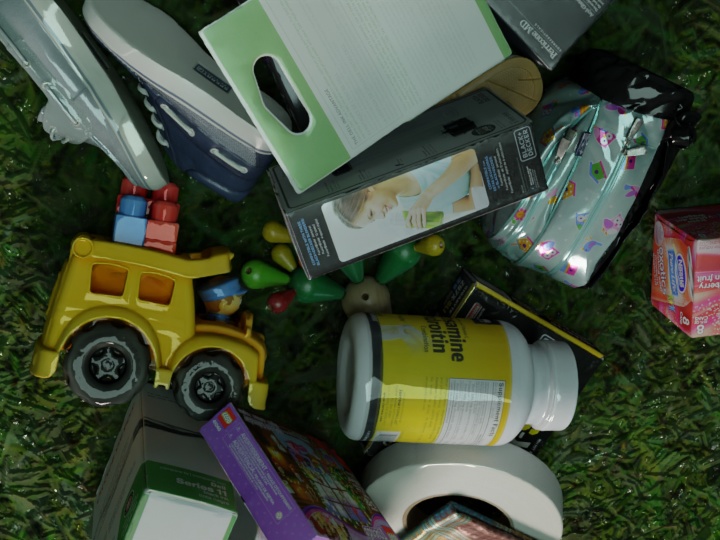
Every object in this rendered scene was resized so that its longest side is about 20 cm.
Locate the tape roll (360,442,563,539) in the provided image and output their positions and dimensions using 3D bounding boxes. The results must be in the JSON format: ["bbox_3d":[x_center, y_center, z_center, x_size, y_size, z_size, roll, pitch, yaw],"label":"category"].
[{"bbox_3d":[0.095,0.232,1.029,0.202,0.037,0.203,5,135,5],"label":"tape roll"}]

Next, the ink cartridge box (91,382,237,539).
[{"bbox_3d":[-0.178,0.209,0.938,0.083,0.200,0.147,18,106,-18],"label":"ink cartridge box"}]

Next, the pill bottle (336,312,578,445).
[{"bbox_3d":[0.083,0.097,0.940,0.199,0.112,0.112,4,108,-11],"label":"pill bottle"}]

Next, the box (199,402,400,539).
[{"bbox_3d":[-0.042,0.193,0.908,0.039,0.137,0.200,-42,150,6],"label":"box"}]

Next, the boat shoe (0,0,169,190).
[{"bbox_3d":[-0.235,-0.143,0.877,0.071,0.070,0.201,-32,104,4],"label":"boat shoe"}]

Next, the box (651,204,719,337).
[{"bbox_3d":[0.389,-0.007,1.015,0.199,0.096,0.100,-6,111,-8],"label":"box"}]

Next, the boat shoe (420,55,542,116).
[{"bbox_3d":[0.060,-0.128,0.930,0.200,0.069,0.071,-26,115,-6],"label":"boat shoe"}]

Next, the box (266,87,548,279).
[{"bbox_3d":[0.033,-0.072,0.844,0.199,0.117,0.060,-21,115,-4],"label":"box"}]

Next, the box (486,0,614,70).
[{"bbox_3d":[0.129,-0.288,0.882,0.200,0.079,0.141,41,95,-20],"label":"box"}]

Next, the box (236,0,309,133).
[{"bbox_3d":[-0.033,-0.217,0.863,0.122,0.106,0.200,-26,111,-2],"label":"box"}]

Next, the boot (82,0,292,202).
[{"bbox_3d":[-0.159,-0.142,0.889,0.200,0.073,0.090,38,128,-2],"label":"boot"}]

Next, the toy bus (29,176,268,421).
[{"bbox_3d":[-0.168,0.021,0.923,0.199,0.136,0.193,12,90,-15],"label":"toy bus"}]

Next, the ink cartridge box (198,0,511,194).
[{"bbox_3d":[-0.003,-0.172,0.798,0.200,0.048,0.146,-33,112,-4],"label":"ink cartridge box"}]

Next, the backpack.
[{"bbox_3d":[0.194,-0.089,0.934,0.126,0.167,0.200,25,107,0],"label":"backpack"}]

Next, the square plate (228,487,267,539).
[{"bbox_3d":[-0.129,0.268,0.966,0.028,0.198,0.200,20,104,-17],"label":"square plate"}]

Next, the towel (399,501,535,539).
[{"bbox_3d":[0.090,0.303,1.059,0.146,0.022,0.200,27,133,-17],"label":"towel"}]

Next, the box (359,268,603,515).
[{"bbox_3d":[0.116,0.121,1.039,0.159,0.049,0.200,29,102,-20],"label":"box"}]

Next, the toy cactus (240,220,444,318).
[{"bbox_3d":[0.000,0.000,0.961,0.200,0.102,0.165,-26,121,-9],"label":"toy cactus"}]
